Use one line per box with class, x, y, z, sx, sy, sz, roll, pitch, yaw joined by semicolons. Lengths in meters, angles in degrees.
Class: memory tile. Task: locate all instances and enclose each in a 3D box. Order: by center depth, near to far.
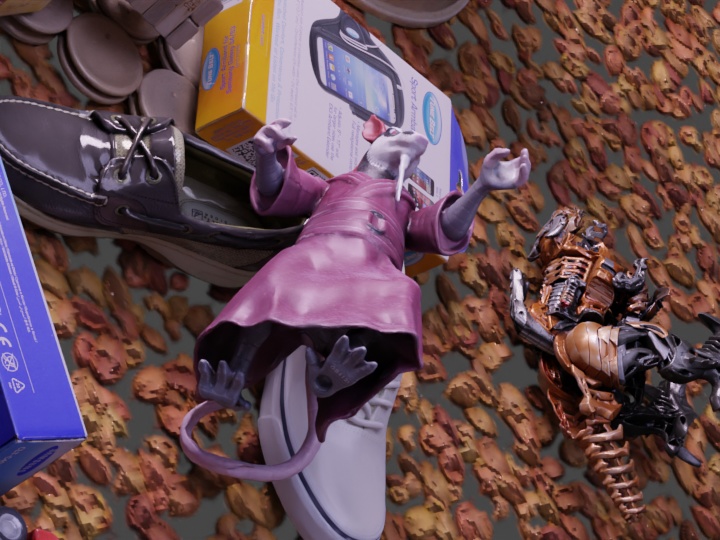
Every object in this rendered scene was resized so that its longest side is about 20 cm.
memory tile;-0.109;-0.130;1.463;0.200;0.017;0.153;40;40;-21

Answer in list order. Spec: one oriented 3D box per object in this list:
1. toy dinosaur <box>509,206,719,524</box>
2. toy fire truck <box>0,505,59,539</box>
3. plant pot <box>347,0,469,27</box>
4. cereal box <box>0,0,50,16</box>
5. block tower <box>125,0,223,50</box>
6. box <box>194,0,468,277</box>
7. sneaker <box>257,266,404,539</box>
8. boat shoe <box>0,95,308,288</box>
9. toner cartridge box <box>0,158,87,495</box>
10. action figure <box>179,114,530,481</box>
toy dinosaur;0.146;0.057;1.569;0.136;0.102;0.200;15;70;-23
toy fire truck;-0.178;0.166;1.141;0.200;0.049;0.141;24;48;-36
plant pot;0.058;-0.278;1.620;0.200;0.183;0.201;28;45;-32
cereal box;-0.228;-0.208;1.315;0.200;0.040;0.144;50;13;1
block tower;-0.144;-0.202;1.374;0.200;0.054;0.058;44;9;-37
box;-0.010;-0.081;1.497;0.200;0.041;0.119;38;42;-40
sneaker;-0.007;0.052;1.395;0.073;0.071;0.200;22;48;-37
boat shoe;-0.110;-0.050;1.361;0.201;0.066;0.072;23;47;-37
toner cartridge box;-0.193;0.004;1.207;0.043;0.095;0.200;2;63;-47
action figure;0.000;0.000;1.349;0.134;0.149;0.200;17;41;4
